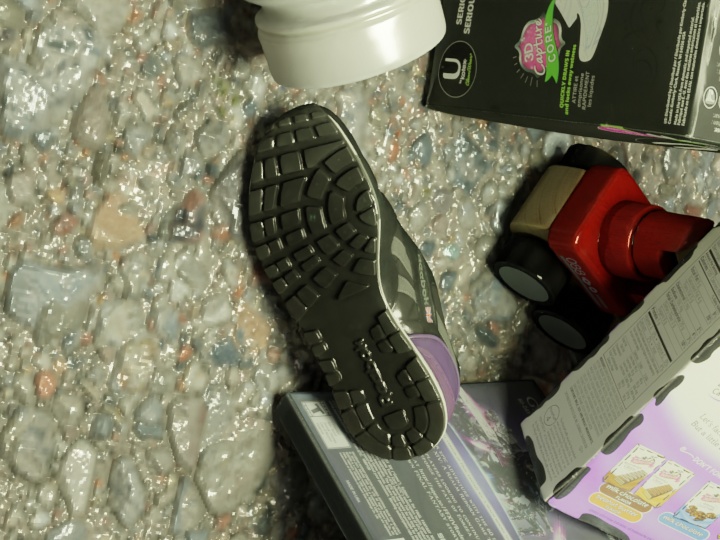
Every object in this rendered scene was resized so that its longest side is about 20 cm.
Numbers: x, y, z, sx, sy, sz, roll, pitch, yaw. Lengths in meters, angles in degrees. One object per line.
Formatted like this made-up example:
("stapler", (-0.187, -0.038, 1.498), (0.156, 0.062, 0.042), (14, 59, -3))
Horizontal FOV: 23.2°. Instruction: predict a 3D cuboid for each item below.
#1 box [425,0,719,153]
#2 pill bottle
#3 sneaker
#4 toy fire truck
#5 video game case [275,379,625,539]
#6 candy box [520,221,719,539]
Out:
("box", (0.161, -0.133, 0.986), (0.148, 0.200, 0.125), (6, 95, -42))
("pill bottle", (-0.027, -0.200, 0.870), (0.113, 0.113, 0.200), (-33, 117, -32))
("sneaker", (0.000, 0.000, 0.975), (0.200, 0.076, 0.088), (71, 23, -13))
("toy fire truck", (0.212, 0.005, 1.057), (0.129, 0.200, 0.176), (-55, 127, -19))
("video game case", (0.062, 0.124, 1.002), (0.200, 0.143, 0.019), (1, 136, -42))
("candy box", (0.222, 0.077, 1.008), (0.168, 0.072, 0.200), (28, 117, -28))
